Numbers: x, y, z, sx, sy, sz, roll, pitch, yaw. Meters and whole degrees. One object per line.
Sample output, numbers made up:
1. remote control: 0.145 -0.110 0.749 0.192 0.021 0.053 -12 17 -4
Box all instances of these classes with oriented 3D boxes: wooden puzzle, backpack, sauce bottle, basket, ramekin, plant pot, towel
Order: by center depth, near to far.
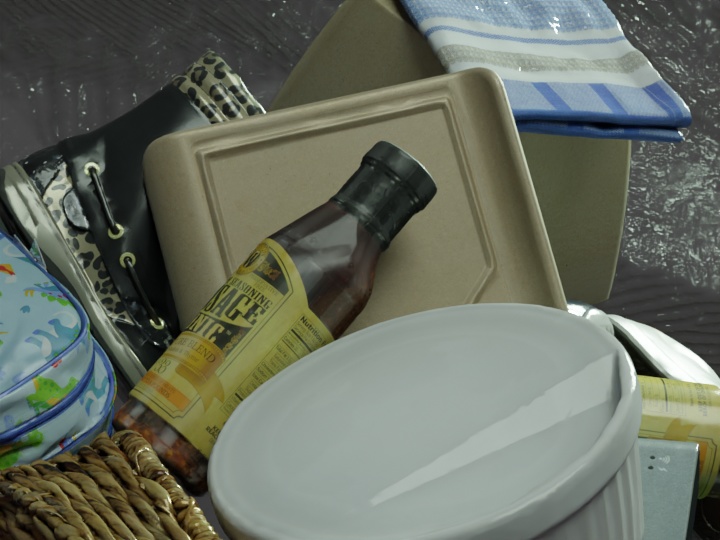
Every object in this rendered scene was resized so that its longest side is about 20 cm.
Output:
1. basket: -0.070 0.163 0.881 0.149 0.143 0.200 -12 44 -37
2. ramekin: 0.037 0.104 0.892 0.202 0.095 0.203 -14 25 7
3. sauce bottle: -0.039 0.020 0.983 0.066 0.066 0.200 33 75 22
4. backpack: -0.213 0.051 0.994 0.163 0.154 0.200 -28 68 -38
5. wooden puzzle: 0.000 0.000 1.042 0.199 0.037 0.186 -14 81 -8
6. sauce bottle: 0.112 0.086 1.088 0.199 0.066 0.066 6 34 -2
7. towel: 0.103 -0.146 1.205 0.146 0.024 0.200 1 38 -24
8. plant pot: 0.062 -0.088 1.284 0.200 0.177 0.200 -16 46 -40

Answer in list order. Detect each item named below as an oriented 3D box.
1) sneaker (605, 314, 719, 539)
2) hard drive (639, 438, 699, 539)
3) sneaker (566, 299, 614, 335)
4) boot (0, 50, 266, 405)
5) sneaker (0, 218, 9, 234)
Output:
1. sneaker: 0.214 0.100 1.180 0.085 0.073 0.200 5 40 -51
2. hard drive: 0.064 0.133 0.986 0.199 0.033 0.140 3 37 14
3. sneaker: 0.049 -0.002 1.152 0.198 0.080 0.130 -2 64 -16
4. boot: -0.089 -0.006 1.074 0.154 0.073 0.204 -35 89 -14
5. sneaker: -0.127 -0.006 1.166 0.199 0.079 0.095 18 11 -10
